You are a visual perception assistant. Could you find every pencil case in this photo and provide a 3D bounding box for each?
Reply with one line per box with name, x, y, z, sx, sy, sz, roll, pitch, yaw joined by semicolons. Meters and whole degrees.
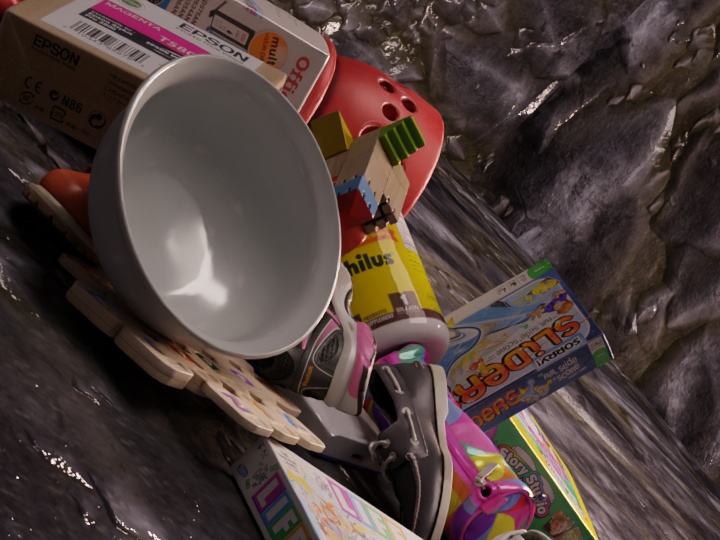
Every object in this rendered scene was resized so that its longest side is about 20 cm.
pencil case;0.069;0.149;1.485;0.088;0.088;0.200;35;11;-50

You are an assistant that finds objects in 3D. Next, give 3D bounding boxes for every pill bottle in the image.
pill bottle;0.000;0.000;1.607;0.109;0.109;0.201;32;32;-57

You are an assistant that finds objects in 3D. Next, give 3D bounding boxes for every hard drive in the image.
hard drive;-0.057;0.074;1.424;0.200;0.025;0.132;51;10;26

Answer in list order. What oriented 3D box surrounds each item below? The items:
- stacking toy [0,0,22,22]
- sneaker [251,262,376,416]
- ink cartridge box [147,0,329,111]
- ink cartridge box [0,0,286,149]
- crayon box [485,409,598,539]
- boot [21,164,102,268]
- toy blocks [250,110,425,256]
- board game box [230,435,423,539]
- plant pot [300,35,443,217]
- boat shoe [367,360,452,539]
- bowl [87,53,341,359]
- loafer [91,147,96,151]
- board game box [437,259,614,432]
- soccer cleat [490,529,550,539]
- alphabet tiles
stacking toy;-0.257;-0.282;1.502;0.110;0.200;0.116;47;10;6
sneaker;-0.051;0.035;1.326;0.086;0.081;0.200;14;12;-19
ink cartridge box;-0.149;-0.201;1.688;0.199;0.148;0.145;29;11;-12
ink cartridge box;-0.176;-0.151;1.418;0.199;0.076;0.165;27;25;3
crayon box;0.145;0.173;1.729;0.201;0.058;0.173;54;8;-16
boot;-0.162;-0.059;1.254;0.075;0.107;0.200;44;9;14
toy blocks;-0.049;-0.033;1.308;0.101;0.198;0.137;62;19;-18
board game box;0.010;0.199;1.155;0.200;0.034;0.135;39;11;-41
plant pot;-0.036;-0.142;1.920;0.182;0.201;0.201;37;12;-26
boat shoe;0.032;0.145;1.369;0.062;0.073;0.201;13;39;-10
bowl;-0.111;-0.034;1.175;0.200;0.090;0.203;20;63;-44
loafer;-0.189;-0.122;1.523;0.200;0.072;0.073;43;11;-17
board game box;0.113;0.082;1.617;0.035;0.199;0.136;62;-2;-35
soccer cleat;0.115;0.230;1.325;0.069;0.085;0.200;48;6;18
alphabet tiles;-0.114;0.058;1.188;0.195;0.015;0.200;39;5;26
